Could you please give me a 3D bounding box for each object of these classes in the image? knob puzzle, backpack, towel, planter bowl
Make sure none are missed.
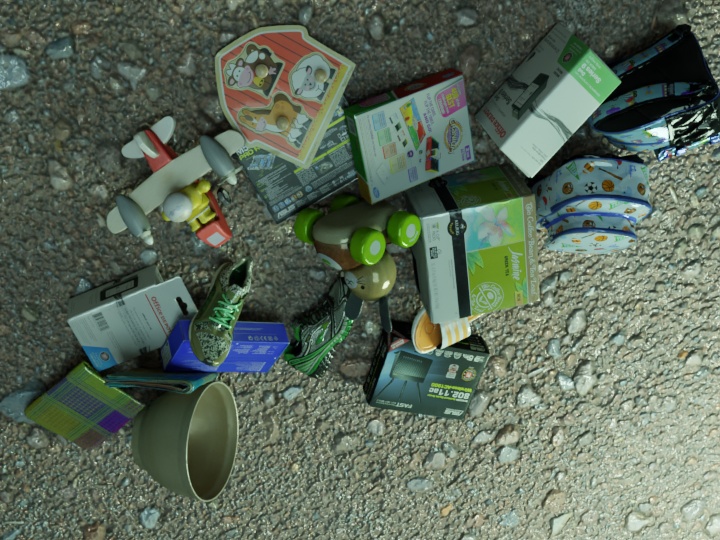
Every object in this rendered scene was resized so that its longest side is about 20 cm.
[{"bbox_3d":[-0.130,-0.276,1.509,0.215,0.030,0.224,0,101,0],"label":"knob puzzle"},{"bbox_3d":[0.380,-0.112,1.631,0.196,0.157,0.191,-2,160,-10],"label":"backpack"},{"bbox_3d":[-0.474,0.236,1.714,0.143,0.023,0.199,37,127,-24],"label":"towel"},{"bbox_3d":[-0.312,0.290,1.730,0.132,0.201,0.203,2,121,17],"label":"planter bowl"},{"bbox_3d":[0.459,-0.264,1.588,0.197,0.185,0.135,-20,138,16],"label":"backpack"},{"bbox_3d":[-0.322,0.178,1.644,0.144,0.200,0.022,4,89,4],"label":"towel"}]

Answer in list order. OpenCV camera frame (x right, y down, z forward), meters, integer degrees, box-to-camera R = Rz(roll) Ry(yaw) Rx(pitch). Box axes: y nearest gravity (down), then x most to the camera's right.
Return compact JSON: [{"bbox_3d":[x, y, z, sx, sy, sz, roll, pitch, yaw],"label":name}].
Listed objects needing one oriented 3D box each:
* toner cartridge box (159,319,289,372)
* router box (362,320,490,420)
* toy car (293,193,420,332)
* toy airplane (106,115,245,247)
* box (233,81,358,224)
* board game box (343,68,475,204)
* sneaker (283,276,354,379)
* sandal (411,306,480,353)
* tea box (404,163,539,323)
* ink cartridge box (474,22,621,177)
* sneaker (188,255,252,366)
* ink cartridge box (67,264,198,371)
[{"bbox_3d":[-0.227,0.128,1.681,0.197,0.044,0.095,5,142,-35],"label":"toner cartridge box"},{"bbox_3d":[0.119,0.183,1.818,0.196,0.062,0.152,10,116,-17],"label":"router box"},{"bbox_3d":[0.000,0.000,1.607,0.156,0.163,0.204,-25,121,-38],"label":"toy car"},{"bbox_3d":[-0.281,-0.130,1.524,0.195,0.142,0.203,9,119,-11],"label":"toy airplane"},{"bbox_3d":[-0.089,-0.190,1.588,0.198,0.044,0.161,-30,119,5],"label":"box"},{"bbox_3d":[0.081,-0.212,1.582,0.197,0.040,0.155,-23,121,-18],"label":"board game box"},{"bbox_3d":[-0.069,0.096,1.726,0.084,0.078,0.202,21,112,-20],"label":"sneaker"},{"bbox_3d":[0.178,0.074,1.739,0.205,0.059,0.080,-31,115,-20],"label":"sandal"},{"bbox_3d":[0.186,-0.046,1.669,0.193,0.134,0.203,-13,119,-5],"label":"tea box"},{"bbox_3d":[0.288,-0.266,1.564,0.084,0.147,0.200,35,106,-26],"label":"ink cartridge box"},{"bbox_3d":[-0.218,0.055,1.601,0.076,0.203,0.089,22,145,-16],"label":"sneaker"},{"bbox_3d":[-0.369,0.072,1.657,0.197,0.068,0.117,-21,123,0],"label":"ink cartridge box"}]
